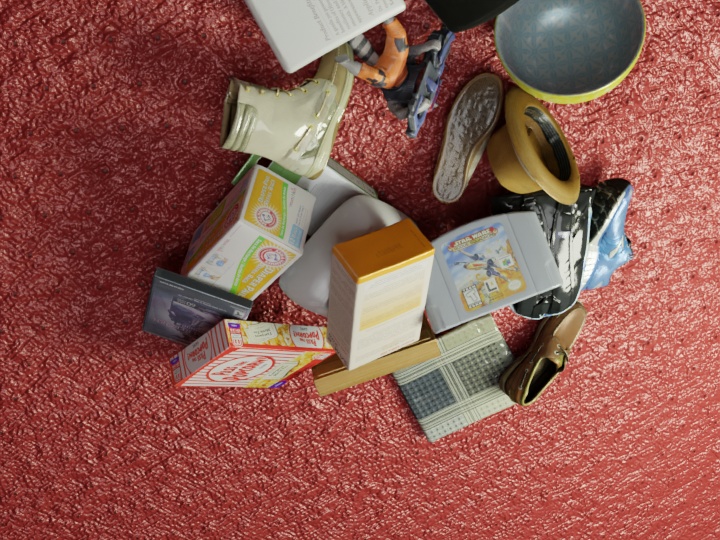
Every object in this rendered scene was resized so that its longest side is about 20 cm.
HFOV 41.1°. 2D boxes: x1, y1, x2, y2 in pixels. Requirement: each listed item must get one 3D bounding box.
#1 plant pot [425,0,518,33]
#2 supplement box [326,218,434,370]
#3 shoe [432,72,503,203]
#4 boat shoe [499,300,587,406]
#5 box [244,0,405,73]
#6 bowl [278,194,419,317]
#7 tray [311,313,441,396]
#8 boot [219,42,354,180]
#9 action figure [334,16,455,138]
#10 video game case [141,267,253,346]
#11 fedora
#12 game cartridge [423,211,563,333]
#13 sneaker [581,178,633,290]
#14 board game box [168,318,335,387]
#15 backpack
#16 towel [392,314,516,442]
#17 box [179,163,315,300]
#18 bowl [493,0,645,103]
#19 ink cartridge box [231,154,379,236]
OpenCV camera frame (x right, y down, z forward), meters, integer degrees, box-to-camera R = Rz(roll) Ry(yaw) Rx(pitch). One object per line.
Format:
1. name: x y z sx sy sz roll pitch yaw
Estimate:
1. plant pot: 0.162 -0.434 1.192 0.200 0.177 0.200 -48 116 -5
2. supplement box: 0.024 0.035 1.354 0.126 0.074 0.200 -21 142 -24
3. shoe: 0.155 -0.198 1.416 0.070 0.053 0.200 23 108 3
4. boat shoe: 0.316 0.140 1.583 0.072 0.068 0.200 34 93 -27
5. box: -0.075 -0.390 1.189 0.171 0.200 0.199 -29 119 3
6. bowl: 0.000 0.000 1.423 0.200 0.075 0.200 -47 145 14
7. tray: 0.019 0.130 1.527 0.200 0.099 0.037 -18 117 0
8. boot: -0.099 -0.239 1.299 0.155 0.072 0.200 16 89 -24
9. action figure: 0.057 -0.295 1.319 0.193 0.105 0.200 45 64 -47
10. video game case: -0.245 0.068 1.419 0.143 0.019 0.200 20 149 -8
11. fedora: 0.238 -0.166 1.376 0.082 0.201 0.201 -29 120 31
12. game cartridge: 0.176 -0.005 1.383 0.200 0.042 0.133 -22 91 2
13. sneaker: 0.390 -0.056 1.518 0.089 0.079 0.200 1 125 -18
14. board game box: -0.163 0.128 1.446 0.200 0.046 0.151 7 149 -43
15. backpack: 0.275 -0.026 1.480 0.163 0.154 0.200 -8 96 -8
16. towel: 0.168 0.180 1.623 0.200 0.035 0.193 -25 115 6
17. box: -0.163 -0.039 1.358 0.101 0.113 0.200 28 137 -21
18. bowl: 0.290 -0.311 1.331 0.200 0.200 0.108 -28 161 5
19. ink cartridge box: -0.080 -0.123 1.403 0.200 0.059 0.104 33 108 -23
